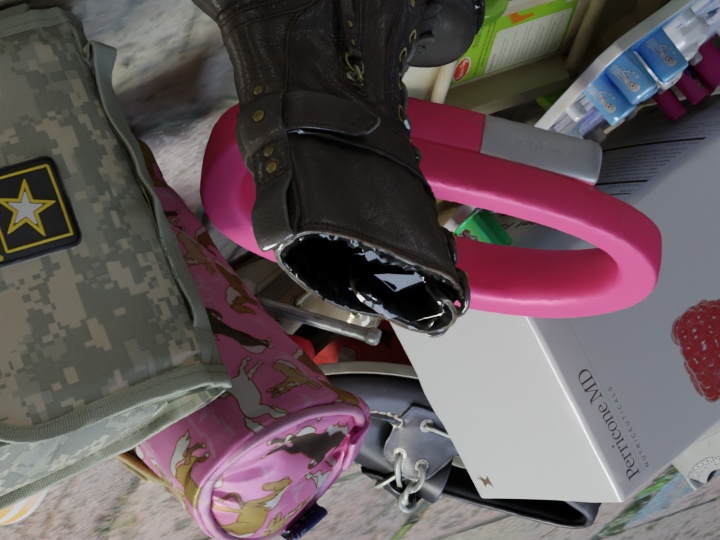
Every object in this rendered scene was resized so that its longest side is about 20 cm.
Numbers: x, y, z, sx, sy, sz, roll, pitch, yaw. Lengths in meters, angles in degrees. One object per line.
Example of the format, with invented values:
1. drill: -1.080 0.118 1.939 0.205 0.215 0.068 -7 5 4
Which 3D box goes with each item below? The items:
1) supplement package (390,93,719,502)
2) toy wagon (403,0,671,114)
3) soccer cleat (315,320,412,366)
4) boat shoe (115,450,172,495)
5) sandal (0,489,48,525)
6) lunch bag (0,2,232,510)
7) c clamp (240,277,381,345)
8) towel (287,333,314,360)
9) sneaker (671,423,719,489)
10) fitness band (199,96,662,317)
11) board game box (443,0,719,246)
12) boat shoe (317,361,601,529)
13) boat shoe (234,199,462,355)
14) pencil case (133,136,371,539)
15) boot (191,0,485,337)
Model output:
1. supplement package: 0.134 0.012 1.343 0.200 0.121 0.120 -36 -164 -29
2. toy wagon: 0.048 -0.098 1.193 0.200 0.040 0.155 -18 163 -12
3. soccer cleat: 0.000 0.037 1.501 0.200 0.069 0.085 -40 -171 47
4. boat shoe: -0.090 0.082 1.389 0.063 0.073 0.201 6 -179 -16
5. sandal: -0.173 0.091 1.385 0.079 0.059 0.207 -45 170 29
6. lunch bag: -0.162 0.009 1.039 0.200 0.164 0.118 -27 166 14
7. c clamp: -0.102 0.033 1.242 0.171 0.027 0.200 14 -158 17
8. towel: -0.139 0.046 1.307 0.200 0.023 0.145 -9 -168 -36
9. sneaker: 0.231 0.064 1.401 0.200 0.082 0.075 -15 -161 47
10. fitness band: 0.031 -0.024 1.160 0.200 0.037 0.144 14 158 -8
11. board game box: 0.137 -0.088 1.240 0.200 0.026 0.200 -37 173 -33
12. boat shoe: 0.037 0.094 1.425 0.200 0.063 0.073 10 154 -16
13. boat shoe: 0.000 0.000 1.388 0.200 0.065 0.072 -33 160 33
14. pencil case: -0.078 0.024 1.138 0.083 0.200 0.087 -46 146 6
15. boot: 0.001 -0.052 1.012 0.069 0.174 0.200 -33 153 27
